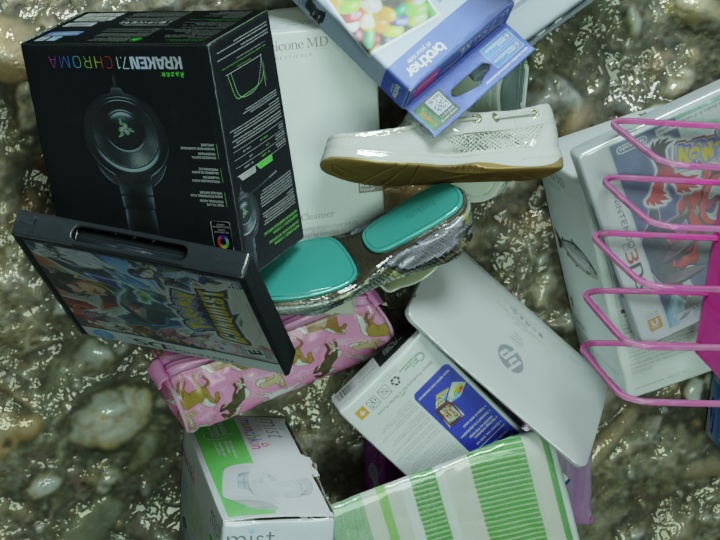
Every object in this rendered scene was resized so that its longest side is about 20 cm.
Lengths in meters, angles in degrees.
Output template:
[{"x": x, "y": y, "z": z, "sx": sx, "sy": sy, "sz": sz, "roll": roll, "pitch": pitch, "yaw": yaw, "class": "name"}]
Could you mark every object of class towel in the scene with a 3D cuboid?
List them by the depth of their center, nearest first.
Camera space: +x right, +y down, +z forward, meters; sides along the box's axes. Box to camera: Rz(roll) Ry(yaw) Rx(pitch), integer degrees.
[{"x": 0.081, "y": 0.221, "z": 1.733, "sx": 0.200, "sy": 0.023, "sz": 0.153, "roll": -20, "pitch": 116, "yaw": -9, "class": "towel"}]

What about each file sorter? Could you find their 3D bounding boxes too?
[{"x": 0.249, "y": -0.007, "z": 1.603, "sx": 0.125, "sy": 0.139, "sz": 0.201, "roll": 2, "pitch": 109, "yaw": -13, "class": "file sorter"}]

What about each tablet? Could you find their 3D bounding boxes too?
[{"x": 0.125, "y": 0.064, "z": 1.740, "sx": 0.200, "sy": 0.130, "sz": 0.014, "roll": 41, "pitch": 125, "yaw": -11, "class": "tablet"}]

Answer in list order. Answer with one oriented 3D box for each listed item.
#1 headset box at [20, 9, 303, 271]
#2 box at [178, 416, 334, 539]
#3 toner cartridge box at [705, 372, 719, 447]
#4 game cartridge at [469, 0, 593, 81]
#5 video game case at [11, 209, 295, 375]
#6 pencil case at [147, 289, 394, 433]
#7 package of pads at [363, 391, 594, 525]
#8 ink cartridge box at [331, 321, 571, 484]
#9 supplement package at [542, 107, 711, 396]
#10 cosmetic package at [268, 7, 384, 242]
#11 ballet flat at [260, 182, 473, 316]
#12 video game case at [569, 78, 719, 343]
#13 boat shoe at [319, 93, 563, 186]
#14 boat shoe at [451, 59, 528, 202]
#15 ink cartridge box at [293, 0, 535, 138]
[{"x": -0.149, "y": -0.091, "z": 1.603, "sx": 0.174, "sy": 0.093, "sz": 0.201, "roll": 4, "pitch": 115, "yaw": 28, "class": "headset box"}, {"x": -0.088, "y": 0.239, "z": 1.722, "sx": 0.096, "sy": 0.200, "sz": 0.177, "roll": -1, "pitch": 110, "yaw": -13, "class": "box"}, {"x": 0.414, "y": 0.108, "z": 1.885, "sx": 0.199, "sy": 0.043, "sz": 0.095, "roll": 0, "pitch": 108, "yaw": -14, "class": "toner cartridge box"}, {"x": 0.133, "y": -0.258, "z": 1.658, "sx": 0.200, "sy": 0.041, "sz": 0.133, "roll": -35, "pitch": 84, "yaw": 0, "class": "game cartridge"}, {"x": -0.153, "y": 0.019, "z": 1.597, "sx": 0.180, "sy": 0.200, "sz": 0.026, "roll": 11, "pitch": 69, "yaw": 13, "class": "video game case"}, {"x": -0.074, "y": 0.064, "z": 1.728, "sx": 0.200, "sy": 0.083, "sz": 0.087, "roll": -23, "pitch": 114, "yaw": -4, "class": "pencil case"}, {"x": 0.105, "y": 0.166, "z": 1.812, "sx": 0.199, "sy": 0.076, "sz": 0.121, "roll": -4, "pitch": 107, "yaw": -12, "class": "package of pads"}, {"x": 0.076, "y": 0.140, "z": 1.736, "sx": 0.095, "sy": 0.037, "sz": 0.200, "roll": -45, "pitch": 111, "yaw": 2, "class": "ink cartridge box"}, {"x": 0.236, "y": -0.017, "z": 1.757, "sx": 0.117, "sy": 0.117, "sz": 0.200, "roll": -18, "pitch": 112, "yaw": -8, "class": "supplement package"}, {"x": -0.045, "y": -0.106, "z": 1.675, "sx": 0.113, "sy": 0.081, "sz": 0.201, "roll": -10, "pitch": 112, "yaw": -13, "class": "cosmetic package"}, {"x": 0.000, "y": 0.000, "z": 1.649, "sx": 0.200, "sy": 0.072, "sz": 0.072, "roll": -24, "pitch": 113, "yaw": -6, "class": "ballet flat"}, {"x": 0.285, "y": -0.057, "z": 1.681, "sx": 0.200, "sy": 0.023, "sz": 0.183, "roll": -25, "pitch": 114, "yaw": -7, "class": "video game case"}, {"x": 0.061, "y": -0.106, "z": 1.643, "sx": 0.199, "sy": 0.071, "sz": 0.070, "roll": -1, "pitch": 81, "yaw": -22, "class": "boat shoe"}, {"x": 0.103, "y": -0.157, "z": 1.715, "sx": 0.073, "sy": 0.062, "sz": 0.201, "roll": 5, "pitch": 98, "yaw": 21, "class": "boat shoe"}, {"x": 0.029, "y": -0.210, "z": 1.609, "sx": 0.119, "sy": 0.042, "sz": 0.200, "roll": -41, "pitch": 82, "yaw": -20, "class": "ink cartridge box"}]
